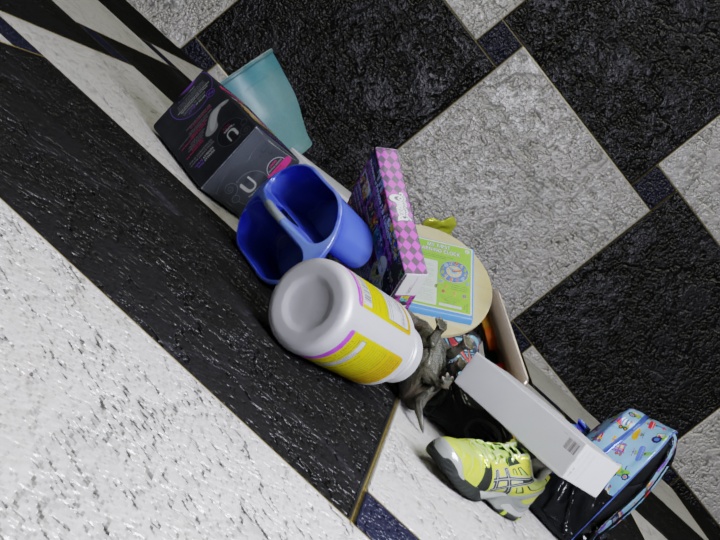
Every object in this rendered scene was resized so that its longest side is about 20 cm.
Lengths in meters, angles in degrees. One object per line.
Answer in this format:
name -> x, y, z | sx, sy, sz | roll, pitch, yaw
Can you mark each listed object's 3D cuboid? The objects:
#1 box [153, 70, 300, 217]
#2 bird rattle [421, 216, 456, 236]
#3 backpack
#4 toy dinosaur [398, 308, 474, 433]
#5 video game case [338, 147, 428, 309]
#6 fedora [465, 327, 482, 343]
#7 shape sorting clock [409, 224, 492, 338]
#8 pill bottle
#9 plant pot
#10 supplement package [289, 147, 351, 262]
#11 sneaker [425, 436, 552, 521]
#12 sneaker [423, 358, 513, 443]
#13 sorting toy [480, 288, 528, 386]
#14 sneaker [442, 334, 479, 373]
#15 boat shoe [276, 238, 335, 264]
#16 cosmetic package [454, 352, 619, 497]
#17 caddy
box -> -0.199, -0.186, 1.657 | 0.106, 0.122, 0.200 | 37, 8, -44
bird rattle -> 0.094, -0.026, 1.753 | 0.163, 0.113, 0.200 | 58, 21, 21
backpack -> 0.318, 0.258, 1.481 | 0.135, 0.200, 0.183 | 44, 7, 20
toy dinosaur -> 0.082, 0.124, 1.406 | 0.077, 0.102, 0.200 | 22, 51, -33
video game case -> 0.021, -0.022, 1.423 | 0.036, 0.181, 0.200 | 3, 52, -20
fedora -> 0.096, 0.087, 1.777 | 0.177, 0.090, 0.200 | 43, 12, 18
shape sorting clock -> 0.085, 0.013, 1.552 | 0.200, 0.200, 0.039 | 44, -37, 16
pill bottle -> -0.007, 0.064, 1.227 | 0.104, 0.104, 0.200 | 46, 7, 34
plant pot -> -0.193, -0.268, 2.043 | 0.188, 0.200, 0.200 | 57, 3, -12
supplement package -> -0.067, -0.086, 1.804 | 0.120, 0.121, 0.200 | 47, 7, 33
sneaker -> 0.143, 0.215, 1.259 | 0.200, 0.076, 0.075 | 33, 12, -49
sneaker -> 0.125, 0.184, 1.449 | 0.200, 0.076, 0.091 | 51, -2, 31
sorting toy -> 0.223, 0.155, 1.789 | 0.200, 0.036, 0.185 | 83, -6, -56
sneaker -> 0.142, 0.129, 1.529 | 0.200, 0.096, 0.079 | 48, -31, 7
boat shoe -> -0.062, -0.002, 1.492 | 0.072, 0.072, 0.200 | 39, 7, -41
cosmetic package -> 0.200, 0.176, 1.301 | 0.083, 0.051, 0.200 | 32, 6, -43
caddy -> -0.077, -0.050, 1.398 | 0.105, 0.141, 0.200 | 38, 7, -39
